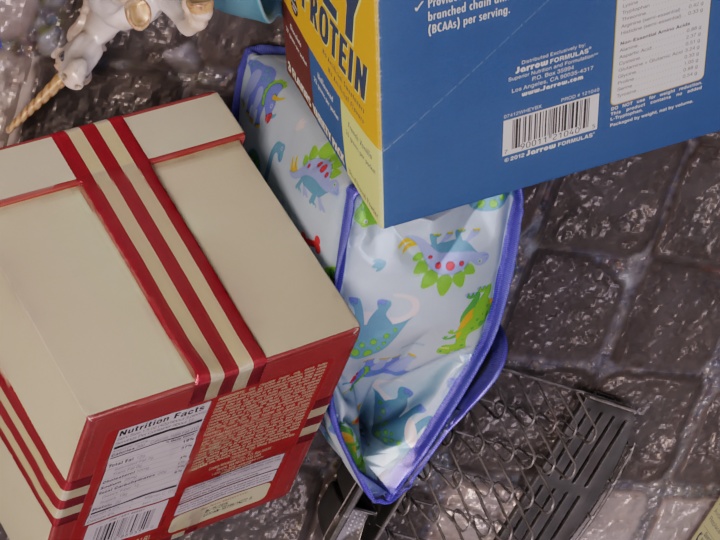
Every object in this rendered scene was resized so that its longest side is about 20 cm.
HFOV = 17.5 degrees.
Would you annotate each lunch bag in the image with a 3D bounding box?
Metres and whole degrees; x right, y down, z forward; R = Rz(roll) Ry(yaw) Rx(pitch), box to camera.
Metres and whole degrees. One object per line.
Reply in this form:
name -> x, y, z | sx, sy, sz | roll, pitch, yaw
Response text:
lunch bag -> 0.000, 0.000, 1.271 | 0.127, 0.170, 0.201 | -1, 120, -23

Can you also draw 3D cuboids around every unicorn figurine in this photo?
unicorn figurine -> -0.126, -0.156, 1.156 | 0.074, 0.137, 0.201 | -6, 106, -22

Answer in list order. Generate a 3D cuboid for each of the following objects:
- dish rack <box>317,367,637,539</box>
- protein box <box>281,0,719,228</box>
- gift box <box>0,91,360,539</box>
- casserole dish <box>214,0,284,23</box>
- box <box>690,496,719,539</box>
dish rack -> 0.081, 0.129, 1.464 | 0.199, 0.055, 0.154 | 17, 114, -31
protein box -> 0.072, -0.159, 1.115 | 0.198, 0.135, 0.200 | -17, 135, -14
gift box -> -0.137, 0.036, 1.210 | 0.184, 0.187, 0.200 | -14, 150, -34
casserole dish -> -0.069, -0.214, 1.143 | 0.039, 0.121, 0.201 | -3, 129, 10
box -> 0.345, 0.166, 1.575 | 0.175, 0.097, 0.200 | 18, 114, -31
